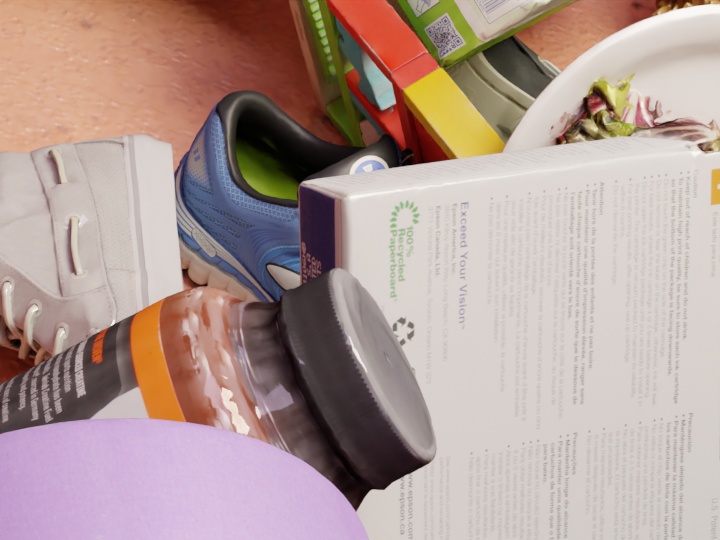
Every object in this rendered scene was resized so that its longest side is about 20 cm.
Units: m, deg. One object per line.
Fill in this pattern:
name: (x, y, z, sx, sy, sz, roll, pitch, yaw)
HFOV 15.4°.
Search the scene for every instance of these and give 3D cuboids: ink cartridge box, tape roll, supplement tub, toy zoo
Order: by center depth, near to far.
tape roll: (-0.085, 0.135, 0.815, 0.199, 0.201, 0.066, 2, 43, -20)
supplement tub: (-0.077, 0.074, 0.880, 0.199, 0.107, 0.107, -28, 47, 11)
ink cartridge box: (0.071, 0.054, 0.979, 0.199, 0.201, 0.041, -7, 15, -28)
toy zoo: (0.029, -0.047, 1.113, 0.020, 0.132, 0.200, -31, 57, -10)

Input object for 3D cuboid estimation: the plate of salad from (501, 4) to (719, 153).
plate of salad: (0.142, -0.002, 1.034, 0.199, 0.202, 0.048, 7, 8, -15)

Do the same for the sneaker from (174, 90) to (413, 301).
sneaker: (0.000, 0.000, 1.077, 0.200, 0.089, 0.078, 38, 45, 19)

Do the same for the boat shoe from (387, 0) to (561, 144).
boat shoe: (0.056, -0.075, 1.209, 0.200, 0.072, 0.067, 46, 22, 31)

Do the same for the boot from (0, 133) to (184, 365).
boot: (-0.115, 0.026, 1.031, 0.095, 0.074, 0.201, -3, 42, -7)

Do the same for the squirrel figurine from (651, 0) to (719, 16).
squirrel figurine: (0.239, -0.160, 1.270, 0.199, 0.187, 0.142, 13, 42, -8)

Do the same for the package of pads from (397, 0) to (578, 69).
package of pads: (0.057, -0.188, 1.185, 0.155, 0.068, 0.200, 58, 31, -1)
